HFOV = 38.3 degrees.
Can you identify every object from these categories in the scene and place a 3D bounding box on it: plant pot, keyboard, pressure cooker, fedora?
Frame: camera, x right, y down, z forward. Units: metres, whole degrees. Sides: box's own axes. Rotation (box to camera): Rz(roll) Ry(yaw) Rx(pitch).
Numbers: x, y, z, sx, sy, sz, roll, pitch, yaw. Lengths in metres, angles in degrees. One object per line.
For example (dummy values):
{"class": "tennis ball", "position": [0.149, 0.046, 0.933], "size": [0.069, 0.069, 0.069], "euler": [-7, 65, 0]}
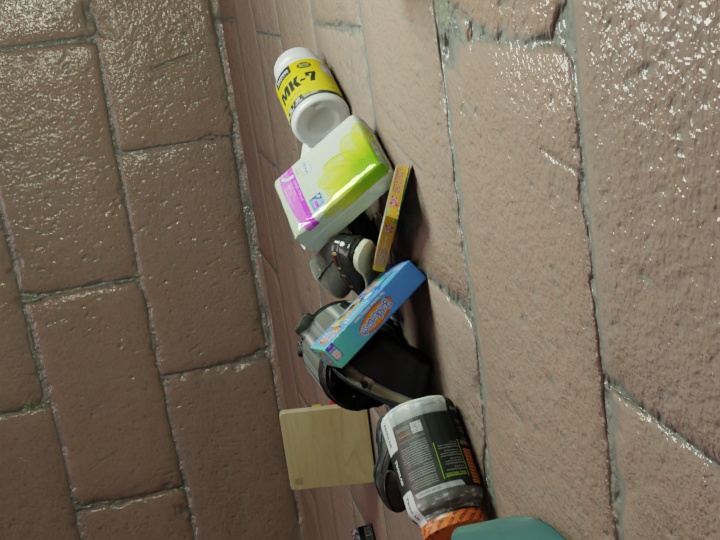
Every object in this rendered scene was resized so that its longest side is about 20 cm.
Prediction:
{"class": "plant pot", "position": [0.185, 0.392, 1.306], "size": [0.200, 0.141, 0.142], "euler": [-138, 38, -82]}
{"class": "keyboard", "position": [0.048, -0.004, 1.882], "size": [0.056, 0.011, 0.201], "euler": [-119, 21, -69]}
{"class": "pressure cooker", "position": [-0.021, 0.148, 1.916], "size": [0.200, 0.178, 0.176], "euler": [-140, 32, -67]}
{"class": "fedora", "position": [0.053, 0.164, 1.729], "size": [0.092, 0.200, 0.201], "euler": [-66, 17, 4]}

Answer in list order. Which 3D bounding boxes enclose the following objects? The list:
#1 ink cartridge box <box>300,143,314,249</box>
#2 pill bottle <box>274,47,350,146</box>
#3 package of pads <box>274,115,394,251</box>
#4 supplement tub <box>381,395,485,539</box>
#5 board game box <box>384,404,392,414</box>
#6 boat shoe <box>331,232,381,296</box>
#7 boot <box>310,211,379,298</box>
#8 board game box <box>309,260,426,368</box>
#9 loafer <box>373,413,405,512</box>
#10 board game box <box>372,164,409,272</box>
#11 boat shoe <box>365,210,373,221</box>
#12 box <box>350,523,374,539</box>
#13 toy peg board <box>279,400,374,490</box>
{"class": "ink cartridge box", "position": [-0.087, -0.142, 1.948], "size": [0.200, 0.047, 0.161], "euler": [-119, 38, -66]}
{"class": "pill bottle", "position": [-0.099, -0.338, 1.994], "size": [0.200, 0.114, 0.115], "euler": [-114, 17, -45]}
{"class": "package of pads", "position": [-0.044, -0.151, 1.757], "size": [0.068, 0.200, 0.155], "euler": [36, -158, -43]}
{"class": "supplement tub", "position": [0.114, 0.304, 1.584], "size": [0.123, 0.122, 0.201], "euler": [99, 157, -59]}
{"class": "board game box", "position": [0.090, 0.340, 1.956], "size": [0.200, 0.029, 0.135], "euler": [-118, 20, -54]}
{"class": "boat shoe", "position": [0.001, -0.002, 1.800], "size": [0.074, 0.063, 0.202], "euler": [-61, -26, -19]}
{"class": "boot", "position": [-0.045, -0.057, 1.909], "size": [0.182, 0.072, 0.200], "euler": [59, 154, 8]}
{"class": "board game box", "position": [0.009, 0.072, 1.699], "size": [0.045, 0.200, 0.152], "euler": [45, 171, -6]}
{"class": "loafer", "position": [0.065, 0.356, 1.856], "size": [0.072, 0.073, 0.201], "euler": [-133, 33, -60]}
{"class": "board game box", "position": [0.049, -0.084, 1.668], "size": [0.200, 0.030, 0.096], "euler": [108, 176, -62]}
{"class": "boat shoe", "position": [-0.032, -0.104, 1.996], "size": [0.200, 0.074, 0.069], "euler": [-122, 30, -58]}
{"class": "box", "position": [0.024, 0.748, 2.618], "size": [0.137, 0.040, 0.201], "euler": [111, 146, -70]}
{"class": "toy peg board", "position": [-0.073, 0.389, 2.404], "size": [0.098, 0.198, 0.201], "euler": [-88, -9, -71]}
